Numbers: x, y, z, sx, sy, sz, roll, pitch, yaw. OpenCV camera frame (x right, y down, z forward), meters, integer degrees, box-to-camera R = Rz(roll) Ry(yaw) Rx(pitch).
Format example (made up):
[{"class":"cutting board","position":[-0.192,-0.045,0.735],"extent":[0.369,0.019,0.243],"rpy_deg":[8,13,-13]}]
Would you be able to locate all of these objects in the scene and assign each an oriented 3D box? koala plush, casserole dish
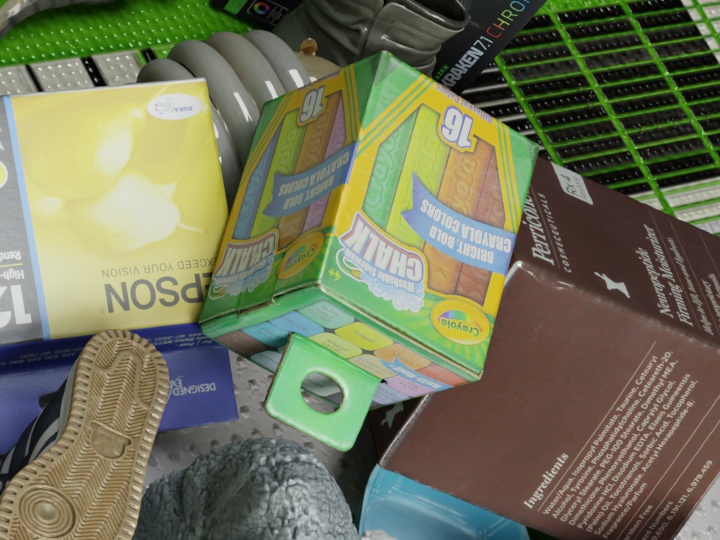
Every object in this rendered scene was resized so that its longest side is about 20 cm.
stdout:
[{"class":"koala plush","position":[-0.020,0.192,1.539],"extent":[0.200,0.184,0.177],"rpy_deg":[23,23,-33]},{"class":"casserole dish","position":[0.040,0.200,1.692],"extent":[0.121,0.039,0.200],"rpy_deg":[25,45,-19]}]

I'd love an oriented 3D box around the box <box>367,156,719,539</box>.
[{"class":"box","position":[0.123,0.049,1.747],"extent":[0.200,0.164,0.166],"rpy_deg":[23,26,-22]}]

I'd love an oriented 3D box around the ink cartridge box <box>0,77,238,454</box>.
[{"class":"ink cartridge box","position":[-0.166,-0.003,1.621],"extent":[0.197,0.047,0.200],"rpy_deg":[-7,80,-28]}]

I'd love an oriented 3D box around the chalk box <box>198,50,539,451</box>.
[{"class":"chalk box","position":[0.000,0.000,1.622],"extent":[0.124,0.124,0.200],"rpy_deg":[29,61,-29]}]

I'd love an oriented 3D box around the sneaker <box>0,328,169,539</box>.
[{"class":"sneaker","position":[-0.164,0.131,1.524],"extent":[0.070,0.109,0.200],"rpy_deg":[30,41,-9]}]

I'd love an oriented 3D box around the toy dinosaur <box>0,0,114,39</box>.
[{"class":"toy dinosaur","position":[-0.186,-0.200,1.832],"extent":[0.200,0.047,0.088],"rpy_deg":[-25,81,-42]}]

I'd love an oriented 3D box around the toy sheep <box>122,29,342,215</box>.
[{"class":"toy sheep","position":[-0.089,-0.078,1.747],"extent":[0.200,0.138,0.138],"rpy_deg":[-22,71,-22]}]

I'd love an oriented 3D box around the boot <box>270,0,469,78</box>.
[{"class":"boot","position":[0.035,-0.129,1.875],"extent":[0.200,0.131,0.068],"rpy_deg":[27,46,-17]}]

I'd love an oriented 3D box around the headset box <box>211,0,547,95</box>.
[{"class":"headset box","position":[0.018,-0.224,1.905],"extent":[0.200,0.174,0.093],"rpy_deg":[25,45,-20]}]
